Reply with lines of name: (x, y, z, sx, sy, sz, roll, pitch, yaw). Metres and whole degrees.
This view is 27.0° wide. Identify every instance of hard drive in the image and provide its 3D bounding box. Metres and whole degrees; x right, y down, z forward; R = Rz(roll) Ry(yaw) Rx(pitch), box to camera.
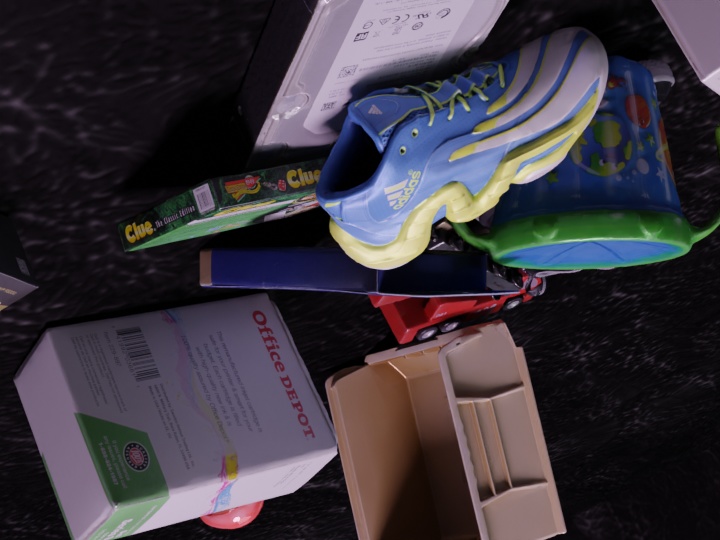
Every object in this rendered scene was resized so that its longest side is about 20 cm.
hard drive: (0.009, -0.133, 0.867, 0.140, 0.038, 0.200, -15, 158, -27)

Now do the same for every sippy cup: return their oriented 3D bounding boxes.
sippy cup: (0.153, -0.073, 1.019, 0.178, 0.130, 0.140, 3, 170, -32)

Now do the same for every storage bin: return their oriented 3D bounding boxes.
storage bin: (0.071, 0.161, 1.359, 0.094, 0.199, 0.200, -10, 174, -32)

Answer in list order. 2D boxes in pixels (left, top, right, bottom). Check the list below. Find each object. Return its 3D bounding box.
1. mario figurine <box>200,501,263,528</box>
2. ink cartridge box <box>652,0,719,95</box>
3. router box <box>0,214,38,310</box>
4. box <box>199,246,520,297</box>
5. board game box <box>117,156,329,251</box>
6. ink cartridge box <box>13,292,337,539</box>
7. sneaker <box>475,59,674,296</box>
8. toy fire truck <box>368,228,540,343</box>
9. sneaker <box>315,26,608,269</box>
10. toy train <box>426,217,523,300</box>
mario figurine: (-0.154, 0.168, 1.394, 0.123, 0.106, 0.200, 6, 155, 18)
ink cartridge box: (0.307, -0.180, 1.040, 0.145, 0.084, 0.200, -34, 159, 22)
router box: (-0.297, 0.008, 0.818, 0.157, 0.052, 0.200, -31, 160, 12)
box: (0.000, 0.000, 1.043, 0.200, 0.032, 0.121, 4, -177, 40)
board game box: (-0.045, -0.050, 0.957, 0.200, 0.023, 0.105, -15, 179, -44)
ink cartridge box: (-0.137, 0.108, 1.124, 0.200, 0.145, 0.088, -10, 155, -37)
sneaker: (0.176, -0.063, 1.125, 0.075, 0.114, 0.200, -3, 150, -48)
toy fire truck: (0.079, 0.002, 1.264, 0.200, 0.049, 0.141, -17, 157, -24)
sneaker: (0.056, -0.082, 0.883, 0.200, 0.076, 0.105, -43, 147, 6)
toy train: (0.065, -0.026, 1.143, 0.034, 0.046, 0.200, -27, 149, 26)
